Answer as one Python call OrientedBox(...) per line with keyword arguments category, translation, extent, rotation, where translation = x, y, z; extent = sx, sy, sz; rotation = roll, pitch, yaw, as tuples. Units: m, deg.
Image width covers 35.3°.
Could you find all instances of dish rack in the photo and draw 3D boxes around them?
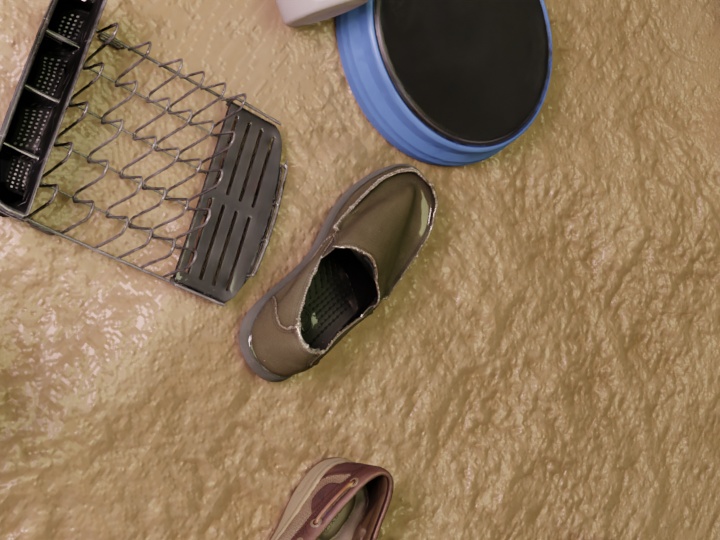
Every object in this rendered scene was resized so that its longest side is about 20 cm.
OrientedBox(category="dish rack", translation=(-0.130, -0.071, 0.714), extent=(0.199, 0.054, 0.155), rotation=(26, 71, -31))

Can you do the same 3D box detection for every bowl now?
OrientedBox(category="bowl", translation=(0.072, -0.184, 0.880), extent=(0.199, 0.039, 0.203), rotation=(5, 82, -35))

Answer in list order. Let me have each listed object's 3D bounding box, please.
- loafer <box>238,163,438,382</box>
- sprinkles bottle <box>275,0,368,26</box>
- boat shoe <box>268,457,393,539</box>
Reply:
OrientedBox(category="loafer", translation=(0.000, 0.000, 0.789), extent=(0.075, 0.069, 0.200), rotation=(49, 60, -21))
OrientedBox(category="sprinkles bottle", translation=(-0.051, -0.276, 0.784), extent=(0.068, 0.068, 0.202), rotation=(-22, 97, -35))
OrientedBox(category="boat shoe", translation=(-0.036, 0.214, 0.738), extent=(0.072, 0.072, 0.201), rotation=(44, 62, -23))
